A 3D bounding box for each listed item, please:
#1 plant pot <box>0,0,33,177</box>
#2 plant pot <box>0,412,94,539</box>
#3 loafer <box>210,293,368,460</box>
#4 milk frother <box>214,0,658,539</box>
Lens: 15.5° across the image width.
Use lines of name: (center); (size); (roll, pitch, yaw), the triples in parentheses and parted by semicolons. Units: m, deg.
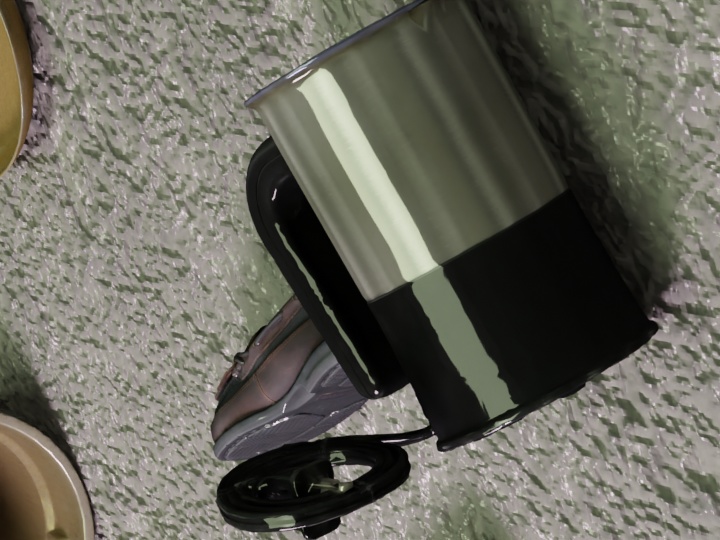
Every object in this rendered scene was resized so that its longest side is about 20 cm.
plant pot: (-0.255, -0.146, 1.579); (0.200, 0.027, 0.200); (31, 137, 34)
plant pot: (-0.304, 0.170, 1.750); (0.183, 0.200, 0.201); (18, 129, 58)
loafer: (-0.028, 0.045, 1.411); (0.200, 0.072, 0.063); (-41, 61, 56)
milk frother: (0.000, 0.000, 1.202); (0.180, 0.200, 0.188); (-29, 91, 34)
